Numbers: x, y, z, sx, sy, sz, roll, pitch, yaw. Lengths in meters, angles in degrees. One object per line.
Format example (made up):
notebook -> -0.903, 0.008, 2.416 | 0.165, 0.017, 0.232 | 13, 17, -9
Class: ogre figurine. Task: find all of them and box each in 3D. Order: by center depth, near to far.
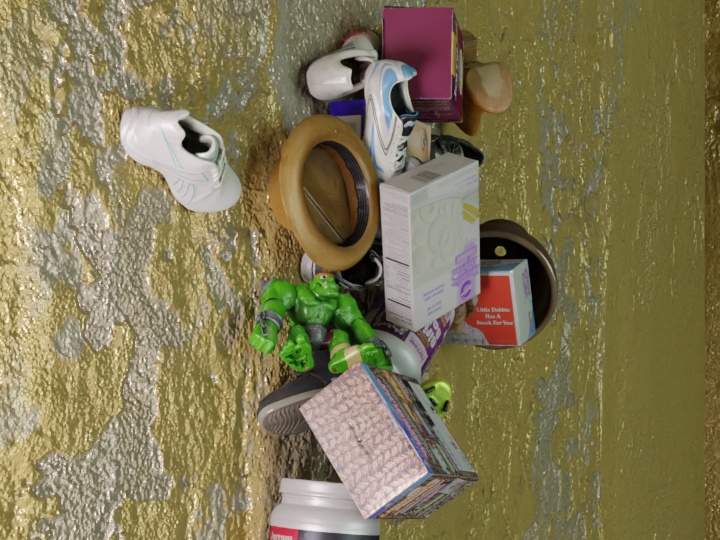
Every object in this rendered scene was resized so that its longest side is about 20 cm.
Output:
ogre figurine -> -0.057, 0.067, 1.581 | 0.099, 0.198, 0.120 | 110, -29, -44

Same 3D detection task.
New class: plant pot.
plant pot -> 0.221, 0.001, 2.042 | 0.175, 0.198, 0.202 | -64, 144, -65

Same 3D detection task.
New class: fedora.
fedora -> -0.056, -0.096, 1.616 | 0.200, 0.081, 0.203 | 4, 85, -50

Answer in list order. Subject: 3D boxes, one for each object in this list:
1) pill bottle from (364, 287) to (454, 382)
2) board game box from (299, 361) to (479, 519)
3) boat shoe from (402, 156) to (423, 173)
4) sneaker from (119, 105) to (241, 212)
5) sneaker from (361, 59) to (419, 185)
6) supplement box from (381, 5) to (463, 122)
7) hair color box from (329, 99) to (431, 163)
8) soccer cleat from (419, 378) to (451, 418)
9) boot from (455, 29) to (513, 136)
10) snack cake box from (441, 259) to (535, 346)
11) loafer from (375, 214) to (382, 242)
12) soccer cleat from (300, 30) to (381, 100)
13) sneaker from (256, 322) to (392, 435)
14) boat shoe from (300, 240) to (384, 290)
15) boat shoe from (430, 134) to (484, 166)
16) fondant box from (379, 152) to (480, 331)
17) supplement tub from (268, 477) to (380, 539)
pill bottle -> 0.048, 0.103, 1.777 | 0.200, 0.111, 0.113 | -57, 137, -42
board game box -> 0.039, 0.214, 1.571 | 0.160, 0.097, 0.200 | 57, 13, 22
boat shoe -> 0.092, -0.082, 1.785 | 0.057, 0.068, 0.201 | -52, 136, -38
sneaker -> -0.180, -0.118, 1.407 | 0.200, 0.080, 0.071 | 39, 55, -56
sneaker -> 0.040, -0.175, 1.672 | 0.072, 0.072, 0.202 | -33, 130, -50
supplement box -> 0.091, -0.289, 1.811 | 0.200, 0.102, 0.132 | 12, 79, -80
hair color box -> 0.030, -0.168, 1.799 | 0.200, 0.064, 0.110 | 9, 83, -62
soccer cleat -> 0.045, 0.217, 1.733 | 0.065, 0.084, 0.201 | 36, 98, -21
boot -> 0.181, -0.260, 1.961 | 0.145, 0.070, 0.202 | 89, -15, -45
snack cake box -> 0.149, 0.046, 1.872 | 0.067, 0.198, 0.116 | -30, 116, -57
loafer -> 0.069, -0.069, 1.857 | 0.200, 0.075, 0.070 | 12, 83, -60
soccer cleat -> -0.001, -0.275, 1.720 | 0.200, 0.086, 0.070 | -44, 127, -53
sneaker -> -0.066, 0.136, 1.634 | 0.199, 0.106, 0.075 | -17, 143, -35
boat shoe -> 0.000, 0.000, 1.727 | 0.199, 0.070, 0.073 | -10, 109, -57
boat shoe -> 0.131, -0.180, 1.976 | 0.200, 0.065, 0.073 | -8, 97, -61
fondant box -> 0.096, -0.040, 1.704 | 0.144, 0.058, 0.202 | -28, 126, -40
supplement tub -> -0.048, 0.364, 1.576 | 0.140, 0.139, 0.202 | 21, 71, -59
